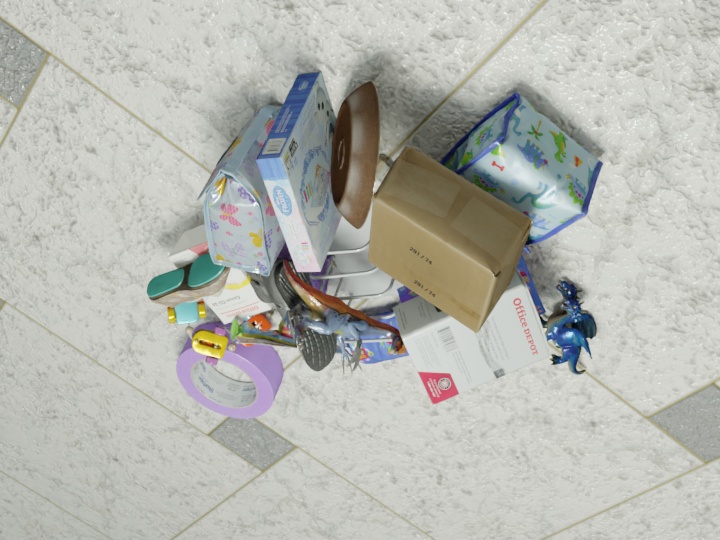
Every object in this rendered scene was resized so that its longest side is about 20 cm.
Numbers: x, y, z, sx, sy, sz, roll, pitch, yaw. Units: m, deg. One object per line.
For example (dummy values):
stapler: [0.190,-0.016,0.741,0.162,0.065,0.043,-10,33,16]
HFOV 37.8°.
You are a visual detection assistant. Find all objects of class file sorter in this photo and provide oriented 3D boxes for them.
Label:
file sorter: [0.000,0.000,1.659,0.136,0.126,0.202,-4,131,25]

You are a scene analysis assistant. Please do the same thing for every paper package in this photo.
paper package: [0.115,-0.039,1.433,0.198,0.104,0.192,32,156,13]

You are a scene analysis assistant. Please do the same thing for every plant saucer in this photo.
plant saucer: [-0.012,-0.160,1.451,0.036,0.203,0.202,3,138,-11]

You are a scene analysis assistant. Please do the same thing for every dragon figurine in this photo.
dragon figurine: [0.341,0.106,1.669,0.098,0.059,0.201,-16,123,34]

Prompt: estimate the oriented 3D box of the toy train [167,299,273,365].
toy train: [-0.256,0.078,1.881,0.200,0.150,0.056,44,178,-13]

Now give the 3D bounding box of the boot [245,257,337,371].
boot: [-0.113,0.057,1.678,0.131,0.069,0.203,15,128,53]

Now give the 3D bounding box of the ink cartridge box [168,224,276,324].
ink cartridge box: [-0.212,0.015,1.759,0.115,0.068,0.201,-17,123,35]

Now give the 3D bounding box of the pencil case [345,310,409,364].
pencil case: [0.068,0.100,1.764,0.198,0.078,0.088,-17,104,35]

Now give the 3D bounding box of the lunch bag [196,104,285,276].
lunch bag: [-0.161,-0.126,1.569,0.125,0.171,0.202,14,140,12]

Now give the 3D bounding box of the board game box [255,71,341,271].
board game box: [-0.073,-0.140,1.495,0.043,0.202,0.201,-1,132,21]

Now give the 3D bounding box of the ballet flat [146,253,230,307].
ballet flat: [-0.262,0.019,1.701,0.198,0.069,0.067,-13,144,39]

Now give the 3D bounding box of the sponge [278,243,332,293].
sponge: [-0.147,-0.015,1.775,0.196,0.030,0.113,18,136,6]

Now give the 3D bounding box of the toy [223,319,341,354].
toy: [-0.125,0.104,1.792,0.196,0.115,0.048,5,98,-23]

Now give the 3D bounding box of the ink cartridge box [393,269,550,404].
ink cartridge box: [0.168,0.091,1.577,0.197,0.084,0.147,-23,123,5]

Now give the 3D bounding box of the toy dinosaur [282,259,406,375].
toy dinosaur: [-0.016,0.079,1.584,0.178,0.105,0.204,-9,106,-19]

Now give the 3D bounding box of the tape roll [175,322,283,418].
tape roll: [-0.248,0.191,1.993,0.196,0.066,0.202,11,136,11]

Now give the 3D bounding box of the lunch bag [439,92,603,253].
lunch bag: [0.205,-0.120,1.465,0.169,0.129,0.199,37,146,-14]

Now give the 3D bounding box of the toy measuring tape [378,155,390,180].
toy measuring tape: [0.101,-0.098,1.583,0.201,0.073,0.074,51,135,3]

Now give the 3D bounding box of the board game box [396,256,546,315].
board game box: [0.173,0.047,1.628,0.197,0.045,0.136,-25,124,6]
